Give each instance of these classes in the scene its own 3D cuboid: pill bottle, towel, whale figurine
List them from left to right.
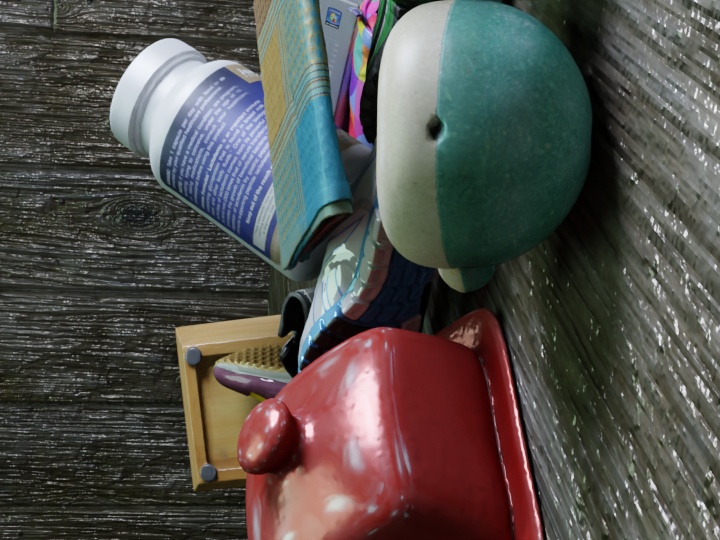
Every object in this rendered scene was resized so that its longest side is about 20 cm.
[{"bbox_3d":[-0.091,-0.090,0.906,0.116,0.199,0.116,-49,-18,-23],"label":"pill bottle"},{"bbox_3d":[-0.041,-0.115,0.767,0.147,0.021,0.204,139,126,-70],"label":"towel"},{"bbox_3d":[0.073,-0.069,0.611,0.200,0.102,0.163,-9,-79,-74],"label":"whale figurine"}]

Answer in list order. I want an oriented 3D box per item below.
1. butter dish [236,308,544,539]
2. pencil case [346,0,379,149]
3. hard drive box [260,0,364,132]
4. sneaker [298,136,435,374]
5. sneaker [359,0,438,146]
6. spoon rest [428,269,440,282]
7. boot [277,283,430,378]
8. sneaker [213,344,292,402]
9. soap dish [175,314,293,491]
[{"bbox_3d":[-0.009,0.121,0.699,0.199,0.147,0.202,-38,40,31],"label":"butter dish"},{"bbox_3d":[0.026,-0.124,0.920,0.202,0.087,0.089,97,170,-47],"label":"pencil case"},{"bbox_3d":[-0.023,-0.166,1.003,0.156,0.076,0.203,-48,-23,-55],"label":"hard drive box"},{"bbox_3d":[0.006,-0.007,0.778,0.202,0.074,0.087,-62,35,32],"label":"sneaker"},{"bbox_3d":[0.041,-0.181,0.762,0.086,0.077,0.203,-98,25,-61],"label":"sneaker"},{"bbox_3d":[0.049,-0.008,0.813,0.100,0.059,0.203,-100,13,-54],"label":"spoon rest"},{"bbox_3d":[0.000,0.000,0.875,0.067,0.130,0.202,37,140,29],"label":"boot"},{"bbox_3d":[-0.042,0.121,1.008,0.075,0.197,0.092,-21,-65,-60],"label":"sneaker"},{"bbox_3d":[-0.074,0.123,1.102,0.081,0.196,0.161,-6,-91,-86],"label":"soap dish"}]
